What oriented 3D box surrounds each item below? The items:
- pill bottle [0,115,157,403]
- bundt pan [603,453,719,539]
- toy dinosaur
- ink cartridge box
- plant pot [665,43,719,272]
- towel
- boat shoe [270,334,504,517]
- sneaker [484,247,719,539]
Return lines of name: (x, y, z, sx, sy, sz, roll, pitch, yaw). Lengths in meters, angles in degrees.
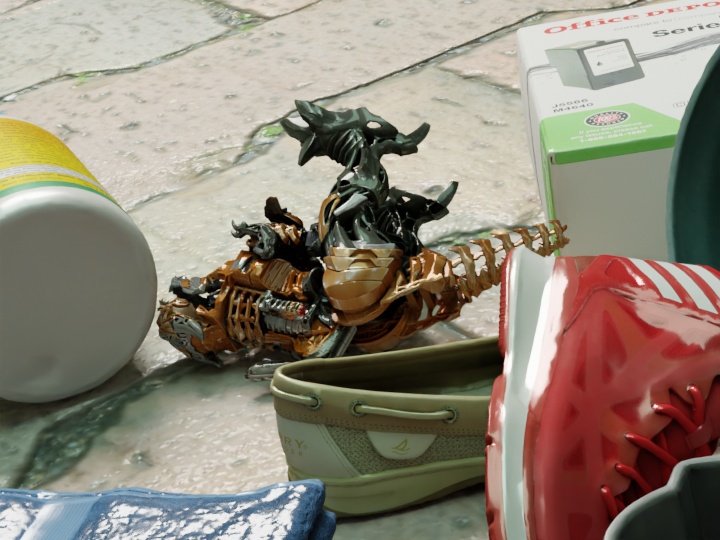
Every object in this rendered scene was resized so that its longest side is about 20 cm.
pill bottle: (-0.188, -0.018, 0.946, 0.113, 0.113, 0.200, -19, 27, -17)
bundt pan: (0.172, 0.126, 0.549, 0.201, 0.076, 0.202, -8, 25, 4)
toy dinosaur: (0.000, 0.000, 0.891, 0.199, 0.102, 0.136, 6, 50, 2)
ink cartridge box: (0.165, -0.075, 0.959, 0.145, 0.084, 0.200, -9, 25, 4)
plant pot: (0.245, -0.023, 0.730, 0.134, 0.201, 0.200, 5, 12, -38)
towel: (-0.111, 0.126, 0.694, 0.199, 0.049, 0.112, -1, 28, 20)
boat shoe: (0.062, 0.049, 0.768, 0.200, 0.063, 0.073, -12, 26, -4)
sneaker: (0.108, 0.064, 0.664, 0.115, 0.078, 0.200, -4, 49, 10)
